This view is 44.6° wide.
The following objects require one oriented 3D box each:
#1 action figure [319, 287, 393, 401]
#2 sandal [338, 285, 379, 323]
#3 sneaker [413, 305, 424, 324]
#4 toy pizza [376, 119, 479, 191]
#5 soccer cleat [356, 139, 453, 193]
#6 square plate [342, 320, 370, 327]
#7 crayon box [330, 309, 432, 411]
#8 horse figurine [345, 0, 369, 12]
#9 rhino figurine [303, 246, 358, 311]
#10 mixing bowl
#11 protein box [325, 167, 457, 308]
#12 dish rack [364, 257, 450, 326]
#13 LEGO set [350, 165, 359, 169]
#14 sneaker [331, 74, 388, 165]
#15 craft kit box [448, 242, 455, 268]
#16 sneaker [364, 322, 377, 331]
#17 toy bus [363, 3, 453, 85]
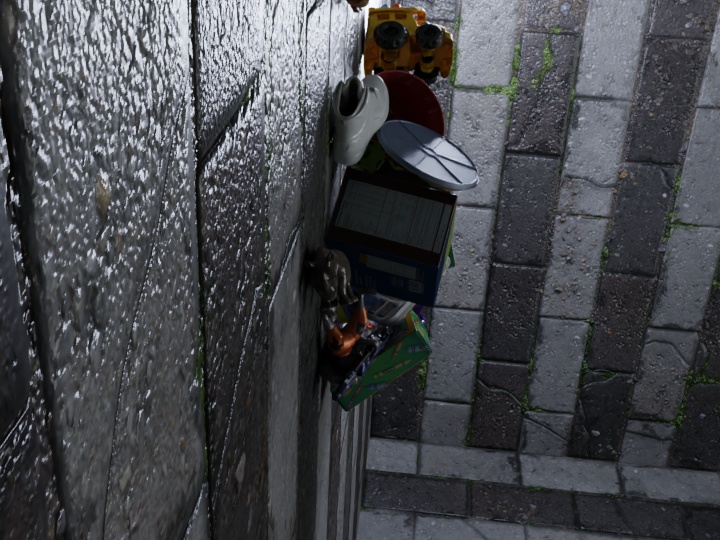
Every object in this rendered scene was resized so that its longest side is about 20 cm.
[{"bbox_3d":[-0.020,0.118,1.525,0.200,0.103,0.197,-40,145,-51],"label":"action figure"},{"bbox_3d":[0.000,0.000,1.661,0.079,0.085,0.205,30,58,-55],"label":"sandal"},{"bbox_3d":[0.117,0.024,1.857,0.081,0.081,0.204,-78,172,-66],"label":"sneaker"},{"bbox_3d":[0.113,-0.192,1.506,0.201,0.197,0.032,-79,-165,-59],"label":"toy pizza"},{"bbox_3d":[0.072,-0.169,1.546,0.066,0.197,0.084,-62,-178,9],"label":"soccer cleat"},{"bbox_3d":[0.023,0.071,1.887,0.201,0.028,0.198,-52,-175,14],"label":"square plate"},{"bbox_3d":[0.034,0.164,1.644,0.059,0.198,0.119,52,9,-17],"label":"crayon box"},{"bbox_3d":[0.005,-0.477,1.429,0.201,0.049,0.135,-96,-155,-64],"label":"horse figurine"},{"bbox_3d":[-0.045,0.010,1.249,0.200,0.058,0.089,5,71,-86],"label":"rhino figurine"},{"bbox_3d":[0.046,-0.258,1.617,0.108,0.196,0.205,-167,-99,-68],"label":"mixing bowl"},{"bbox_3d":[0.054,-0.053,1.532,0.199,0.196,0.137,85,22,-68],"label":"protein box"},{"bbox_3d":[0.078,0.028,1.686,0.200,0.044,0.171,-47,-153,-15],"label":"dish rack"},{"bbox_3d":[0.044,-0.281,1.864,0.200,0.113,0.158,-63,158,-81],"label":"LEGO set"},{"bbox_3d":[0.004,-0.282,1.441,0.117,0.072,0.203,91,14,-51],"label":"sneaker"},{"bbox_3d":[0.129,-0.100,1.892,0.197,0.048,0.205,177,-98,-67],"label":"craft kit box"},{"bbox_3d":[0.006,0.113,2.097,0.200,0.076,0.077,-69,162,-78],"label":"sneaker"},{"bbox_3d":[0.101,-0.521,1.950,0.137,0.195,0.195,91,-3,-54],"label":"toy bus"}]
